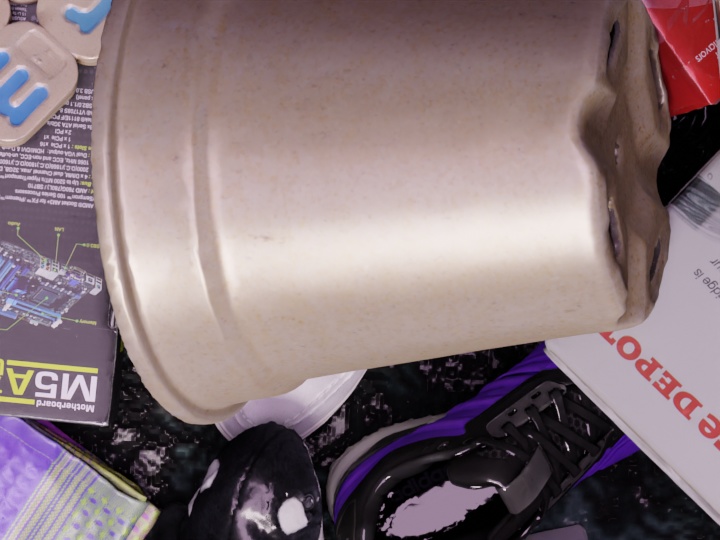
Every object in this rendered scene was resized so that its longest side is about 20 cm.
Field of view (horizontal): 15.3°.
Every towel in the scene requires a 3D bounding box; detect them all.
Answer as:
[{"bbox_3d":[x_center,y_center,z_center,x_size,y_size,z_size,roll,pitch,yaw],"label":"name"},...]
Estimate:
[{"bbox_3d":[-0.210,0.106,1.223,0.200,0.023,0.144,36,98,-5],"label":"towel"}]

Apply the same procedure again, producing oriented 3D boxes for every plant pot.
[{"bbox_3d":[0.020,-0.040,1.040,0.183,0.200,0.200,-1,101,19],"label":"plant pot"}]

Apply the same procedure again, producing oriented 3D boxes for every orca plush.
[{"bbox_3d":[-0.076,0.163,1.190,0.105,0.071,0.200,41,121,17],"label":"orca plush"}]

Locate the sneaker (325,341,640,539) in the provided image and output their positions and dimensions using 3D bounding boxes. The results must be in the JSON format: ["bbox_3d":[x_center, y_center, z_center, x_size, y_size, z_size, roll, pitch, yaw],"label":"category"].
[{"bbox_3d":[0.077,0.078,1.172,0.200,0.100,0.070,-32,100,7],"label":"sneaker"}]

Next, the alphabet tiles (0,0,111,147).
[{"bbox_3d":[-0.187,-0.149,1.146,0.200,0.015,0.196,42,80,7],"label":"alphabet tiles"}]

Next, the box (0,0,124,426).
[{"bbox_3d":[-0.196,-0.036,1.172,0.200,0.048,0.193,5,94,0],"label":"box"}]

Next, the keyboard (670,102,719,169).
[{"bbox_3d":[0.134,-0.118,1.146,0.104,0.040,0.200,19,92,-28],"label":"keyboard"}]

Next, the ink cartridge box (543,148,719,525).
[{"bbox_3d":[0.195,0.010,1.089,0.200,0.083,0.147,-45,74,4],"label":"ink cartridge box"}]

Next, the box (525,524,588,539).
[{"bbox_3d":[0.065,0.197,1.144,0.101,0.200,0.113,-12,100,3],"label":"box"}]

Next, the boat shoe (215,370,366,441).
[{"bbox_3d":[0.000,0.000,1.176,0.072,0.069,0.200,41,98,-6],"label":"boat shoe"}]

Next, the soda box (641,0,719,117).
[{"bbox_3d":[0.182,-0.147,1.112,0.200,0.063,0.070,-39,98,-18],"label":"soda box"}]

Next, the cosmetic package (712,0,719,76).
[{"bbox_3d":[0.169,-0.118,1.023,0.051,0.083,0.200,-1,79,-17],"label":"cosmetic package"}]
